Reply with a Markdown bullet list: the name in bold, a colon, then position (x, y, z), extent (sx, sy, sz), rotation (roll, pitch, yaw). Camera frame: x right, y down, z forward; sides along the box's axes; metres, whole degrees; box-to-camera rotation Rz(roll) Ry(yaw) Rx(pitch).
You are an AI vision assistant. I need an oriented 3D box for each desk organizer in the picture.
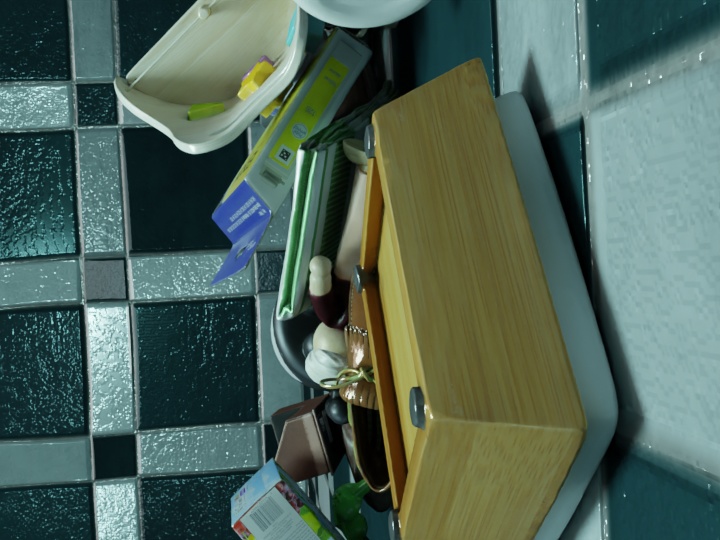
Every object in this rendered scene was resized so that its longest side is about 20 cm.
- **desk organizer**: position (-0.065, 0.192, 1.124), extent (0.200, 0.076, 0.073), rotation (10, -117, -85)

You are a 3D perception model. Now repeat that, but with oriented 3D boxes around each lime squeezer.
- **lime squeezer**: position (0.005, 0.238, 0.964), extent (0.038, 0.070, 0.202), rotation (-125, 27, -43)

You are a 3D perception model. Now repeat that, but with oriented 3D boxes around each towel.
- **towel**: position (-0.015, -0.061, 0.797), extent (0.200, 0.023, 0.154), rotation (-51, -26, -59)

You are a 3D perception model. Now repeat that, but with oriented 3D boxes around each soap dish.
- **soap dish**: position (0.047, 0.026, 0.469), extent (0.158, 0.080, 0.202), rotation (96, 168, -53)

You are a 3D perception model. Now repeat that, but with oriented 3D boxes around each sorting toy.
- **sorting toy**: position (-0.095, -0.162, 0.779), extent (0.107, 0.200, 0.181), rotation (42, -168, -26)

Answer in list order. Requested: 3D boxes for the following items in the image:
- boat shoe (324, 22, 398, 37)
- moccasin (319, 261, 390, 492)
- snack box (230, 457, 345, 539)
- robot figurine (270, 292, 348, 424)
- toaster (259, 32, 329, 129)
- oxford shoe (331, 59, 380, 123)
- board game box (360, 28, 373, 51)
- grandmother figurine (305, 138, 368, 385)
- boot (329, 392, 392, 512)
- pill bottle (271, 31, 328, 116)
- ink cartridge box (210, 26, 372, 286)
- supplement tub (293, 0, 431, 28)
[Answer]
- **boat shoe**: position (-0.017, -0.251, 0.894), extent (0.200, 0.062, 0.074), rotation (-139, 49, -69)
- **moccasin**: position (0.015, 0.081, 0.727), extent (0.078, 0.073, 0.203), rotation (-53, -27, -47)
- **snack box**: position (-0.037, 0.281, 0.927), extent (0.200, 0.068, 0.169), rotation (48, 171, -1)
- **robot figurine**: position (-0.028, 0.055, 0.945), extent (0.151, 0.124, 0.200), rotation (-58, 2, -10)
- **toaster**: position (-0.076, -0.295, 1.258), extent (0.200, 0.117, 0.183), rotation (106, 160, -70)
- **oxford shoe**: position (-0.017, -0.132, 0.962), extent (0.073, 0.083, 0.203), rotation (118, 151, -82)
- **board game box**: position (-0.008, -0.222, 1.073), extent (0.136, 0.028, 0.203), rotation (-105, 15, -61)
- **grandmother figurine**: position (0.000, 0.000, 0.763), extent (0.060, 0.120, 0.202), rotation (38, 120, 45)
- **boot**: position (-0.005, 0.141, 1.049), extent (0.200, 0.063, 0.189), rotation (-115, 10, -81)
- **pill bottle**: position (-0.083, -0.220, 1.011), extent (0.200, 0.110, 0.114), rotation (-66, -26, -85)
- **ink cartridge box**: position (-0.078, -0.088, 0.835), extent (0.201, 0.047, 0.197), rotation (-58, 11, -14)
- **supplement tub**: position (-0.006, -0.262, 0.632), extent (0.123, 0.121, 0.202), rotation (94, 170, -48)
